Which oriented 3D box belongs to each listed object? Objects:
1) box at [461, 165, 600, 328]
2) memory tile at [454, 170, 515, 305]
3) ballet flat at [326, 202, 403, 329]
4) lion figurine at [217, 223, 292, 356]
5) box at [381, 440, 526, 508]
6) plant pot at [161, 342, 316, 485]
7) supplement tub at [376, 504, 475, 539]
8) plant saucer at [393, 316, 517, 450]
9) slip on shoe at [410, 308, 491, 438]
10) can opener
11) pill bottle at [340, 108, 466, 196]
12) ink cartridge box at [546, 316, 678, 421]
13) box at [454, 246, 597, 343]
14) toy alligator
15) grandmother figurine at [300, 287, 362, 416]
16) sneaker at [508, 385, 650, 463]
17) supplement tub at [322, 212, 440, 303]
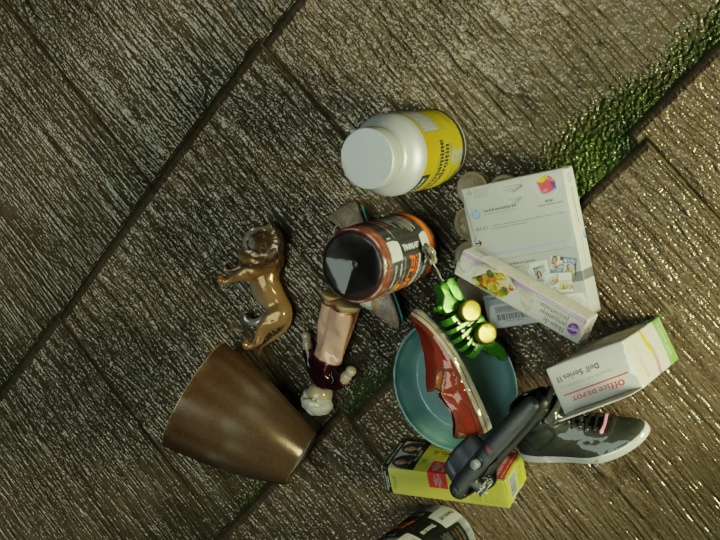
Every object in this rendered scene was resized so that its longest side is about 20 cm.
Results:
[{"bbox_3d":[0.231,-0.029,1.682,0.155,0.041,0.201,-11,95,31],"label":"box"},{"bbox_3d":[0.202,-0.036,1.731,0.153,0.017,0.201,7,103,29],"label":"memory tile"},{"bbox_3d":[0.000,0.000,1.820,0.067,0.068,0.201,-18,81,-13],"label":"ballet flat"},{"bbox_3d":[-0.148,0.031,1.923,0.122,0.073,0.201,-17,105,18],"label":"lion figurine"},{"bbox_3d":[0.135,0.295,1.793,0.199,0.075,0.050,3,119,30],"label":"box"},{"bbox_3d":[-0.176,0.243,1.924,0.199,0.187,0.188,29,113,6],"label":"plant pot"},{"bbox_3d":[0.078,0.427,1.782,0.122,0.200,0.123,6,102,28],"label":"supplement tub"},{"bbox_3d":[0.143,0.162,1.791,0.199,0.036,0.201,6,102,29],"label":"plant saucer"},{"bbox_3d":[0.117,0.146,1.735,0.061,0.074,0.201,-26,89,-3],"label":"slip on shoe"},{"bbox_3d":[0.183,0.239,1.671,0.079,0.063,0.200,48,123,15],"label":"can opener"},{"bbox_3d":[0.057,-0.161,1.683,0.111,0.200,0.113,6,103,29],"label":"pill bottle"},{"bbox_3d":[0.319,0.125,1.586,0.117,0.200,0.068,-25,86,31],"label":"ink cartridge box"},{"bbox_3d":[0.220,0.031,1.653,0.199,0.041,0.039,30,115,22],"label":"box"},{"bbox_3d":[0.128,0.057,1.697,0.200,0.054,0.059,54,162,-10],"label":"toy alligator"},{"bbox_3d":[-0.048,0.136,1.887,0.121,0.060,0.201,41,123,48],"label":"grandmother figurine"},{"bbox_3d":[0.288,0.206,1.678,0.199,0.071,0.099,-11,120,34],"label":"sneaker"},{"bbox_3d":[0.038,-0.023,1.720,0.106,0.200,0.108,7,104,29],"label":"supplement tub"}]
